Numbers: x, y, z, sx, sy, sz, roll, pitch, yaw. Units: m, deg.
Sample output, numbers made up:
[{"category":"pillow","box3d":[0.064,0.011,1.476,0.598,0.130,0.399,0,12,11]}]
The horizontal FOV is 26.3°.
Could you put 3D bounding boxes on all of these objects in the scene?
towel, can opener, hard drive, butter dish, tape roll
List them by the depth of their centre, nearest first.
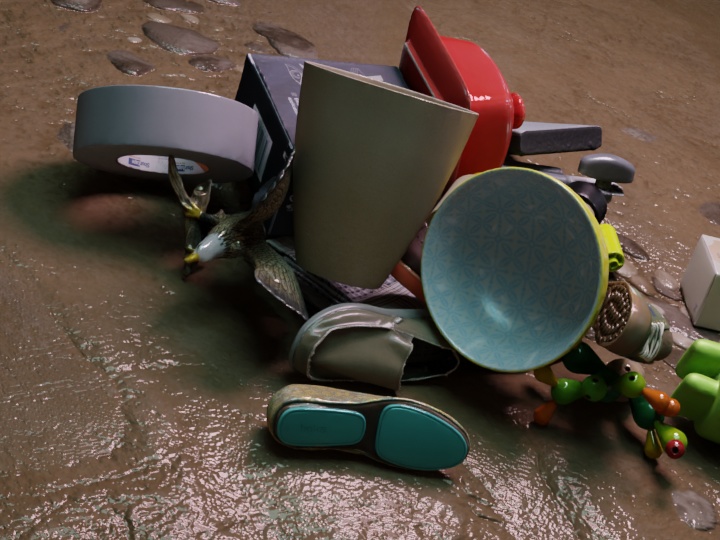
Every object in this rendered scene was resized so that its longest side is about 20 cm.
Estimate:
[{"category":"tape roll","box3d":[-0.212,-0.146,1.679,0.197,0.067,0.200,5,-7,1]},{"category":"towel","box3d":[0.000,0.000,1.697,0.192,0.035,0.199,37,37,28]},{"category":"butter dish","box3d":[0.127,-0.186,1.839,0.146,0.201,0.201,-5,43,-20]},{"category":"can opener","box3d":[0.242,-0.120,1.915,0.197,0.067,0.053,3,21,-16]},{"category":"hard drive","box3d":[0.193,-0.171,1.980,0.138,0.033,0.199,-7,11,-35]}]

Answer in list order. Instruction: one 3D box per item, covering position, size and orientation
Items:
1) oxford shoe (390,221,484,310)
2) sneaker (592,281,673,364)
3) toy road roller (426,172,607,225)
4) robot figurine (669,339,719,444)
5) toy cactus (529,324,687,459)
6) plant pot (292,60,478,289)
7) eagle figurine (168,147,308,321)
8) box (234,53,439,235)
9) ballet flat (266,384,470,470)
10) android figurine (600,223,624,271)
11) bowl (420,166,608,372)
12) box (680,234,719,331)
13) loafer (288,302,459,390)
[{"category":"oxford shoe","box3d":[0.122,0.024,1.637,0.199,0.073,0.071,35,12,-15]},{"category":"sneaker","box3d":[0.282,0.058,1.560,0.089,0.068,0.200,28,4,-6]},{"category":"toy road roller","box3d":[0.179,-0.016,1.724,0.198,0.147,0.123,11,36,24]},{"category":"robot figurine","box3d":[0.429,0.140,1.617,0.198,0.116,0.177,20,58,1]},{"category":"toy cactus","box3d":[0.262,0.128,1.601,0.199,0.103,0.165,28,14,20]},{"category":"plant pot","box3d":[0.006,-0.090,1.573,0.185,0.202,0.187,15,8,-2]},{"category":"eagle figurine","box3d":[-0.112,-0.034,1.557,0.198,0.152,0.152,1,52,43]},{"category":"box","box3d":[-0.028,-0.140,1.761,0.198,0.118,0.198,2,40,-25]},{"category":"ballet flat","box3d":[0.006,0.143,1.454,0.197,0.071,0.071,9,32,-15]},{"category":"android figurine","box3d":[0.231,-0.043,1.878,0.180,0.041,0.201,11,34,-11]},{"category":"bowl","box3d":[0.170,-0.002,1.562,0.199,0.202,0.107,32,16,23]},{"category":"box","box3d":[0.497,0.032,1.859,0.197,0.078,0.095,12,32,-10]},{"category":"loafer","box3d":[0.021,0.079,1.545,0.198,0.076,0.070,-5,33,-33]}]
